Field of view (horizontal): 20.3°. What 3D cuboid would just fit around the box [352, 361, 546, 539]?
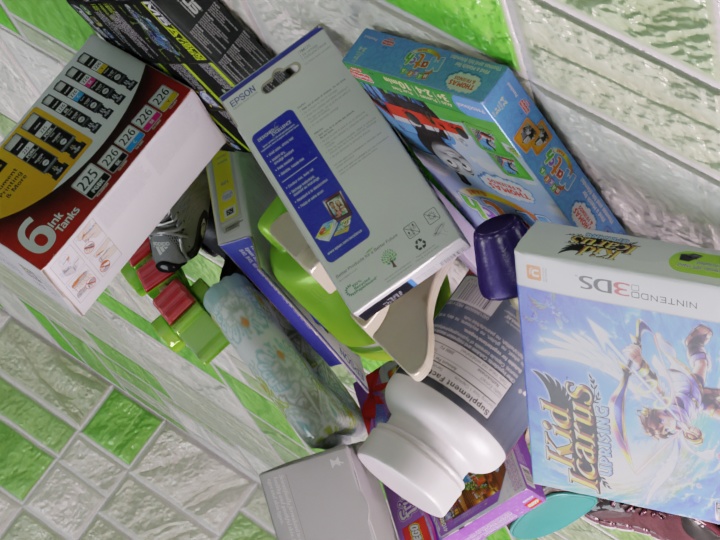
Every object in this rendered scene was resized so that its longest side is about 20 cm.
[{"bbox_3d":[0.078,0.154,1.832,0.039,0.136,0.201,33,-149,-47],"label":"box"}]

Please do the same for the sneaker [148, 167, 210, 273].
[{"bbox_3d":[-0.186,-0.052,1.852,0.074,0.117,0.200,7,-170,24],"label":"sneaker"}]

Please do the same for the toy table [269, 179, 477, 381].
[{"bbox_3d":[0.026,-0.012,1.577,0.184,0.117,0.200,45,179,39],"label":"toy table"}]

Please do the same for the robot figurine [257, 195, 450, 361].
[{"bbox_3d":[0.000,0.000,1.760,0.200,0.116,0.175,46,165,-33],"label":"robot figurine"}]

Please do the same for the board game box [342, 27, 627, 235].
[{"bbox_3d":[0.092,-0.083,1.425,0.151,0.037,0.200,22,161,48],"label":"board game box"}]

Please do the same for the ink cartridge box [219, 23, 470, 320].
[{"bbox_3d":[-0.012,-0.072,1.475,0.201,0.099,0.039,58,-172,16],"label":"ink cartridge box"}]

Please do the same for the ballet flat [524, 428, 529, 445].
[{"bbox_3d":[0.175,0.120,1.836,0.067,0.069,0.200,7,163,6],"label":"ballet flat"}]

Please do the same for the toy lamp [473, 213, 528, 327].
[{"bbox_3d":[0.131,0.054,1.467,0.058,0.058,0.201,13,128,59],"label":"toy lamp"}]

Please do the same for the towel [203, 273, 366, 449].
[{"bbox_3d":[-0.065,0.087,1.839,0.172,0.048,0.200,51,-177,10],"label":"towel"}]

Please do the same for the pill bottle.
[{"bbox_3d":[0.090,0.100,1.680,0.119,0.201,0.120,35,167,9],"label":"pill bottle"}]

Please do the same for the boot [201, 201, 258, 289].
[{"bbox_3d":[-0.143,-0.030,2.011,0.168,0.077,0.200,33,-167,13],"label":"boot"}]

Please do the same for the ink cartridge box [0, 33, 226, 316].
[{"bbox_3d":[-0.248,-0.091,1.718,0.175,0.200,0.084,29,164,33],"label":"ink cartridge box"}]

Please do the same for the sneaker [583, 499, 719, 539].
[{"bbox_3d":[0.272,0.202,1.858,0.199,0.076,0.116,21,157,19],"label":"sneaker"}]

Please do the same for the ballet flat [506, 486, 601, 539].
[{"bbox_3d":[0.203,0.183,1.846,0.072,0.072,0.200,39,137,-10],"label":"ballet flat"}]

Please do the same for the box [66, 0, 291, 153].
[{"bbox_3d":[-0.136,-0.176,1.679,0.200,0.048,0.193,44,163,-24],"label":"box"}]

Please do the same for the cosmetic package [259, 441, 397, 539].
[{"bbox_3d":[-0.024,0.208,1.728,0.200,0.089,0.108,31,-138,-81],"label":"cosmetic package"}]

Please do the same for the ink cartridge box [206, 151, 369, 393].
[{"bbox_3d":[-0.069,-0.004,1.856,0.198,0.047,0.201,50,-159,-40],"label":"ink cartridge box"}]

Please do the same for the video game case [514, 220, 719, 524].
[{"bbox_3d":[0.199,0.074,1.369,0.180,0.045,0.201,11,125,28],"label":"video game case"}]

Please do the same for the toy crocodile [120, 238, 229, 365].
[{"bbox_3d":[-0.186,0.013,1.921,0.200,0.067,0.062,53,-176,35],"label":"toy crocodile"}]
